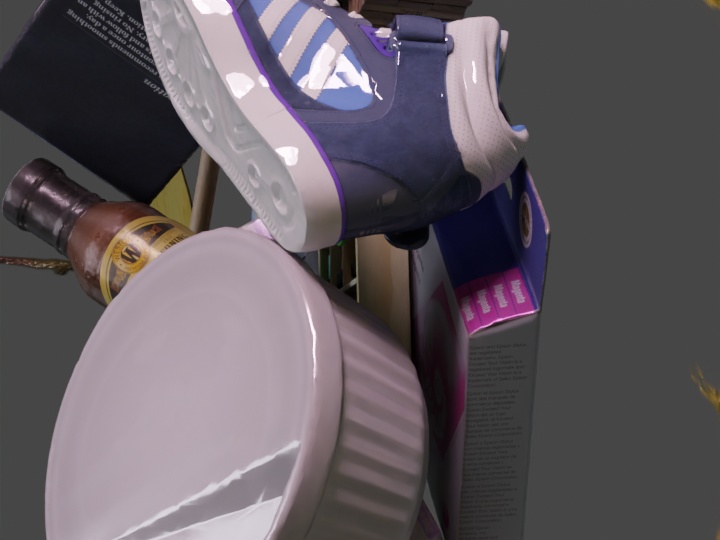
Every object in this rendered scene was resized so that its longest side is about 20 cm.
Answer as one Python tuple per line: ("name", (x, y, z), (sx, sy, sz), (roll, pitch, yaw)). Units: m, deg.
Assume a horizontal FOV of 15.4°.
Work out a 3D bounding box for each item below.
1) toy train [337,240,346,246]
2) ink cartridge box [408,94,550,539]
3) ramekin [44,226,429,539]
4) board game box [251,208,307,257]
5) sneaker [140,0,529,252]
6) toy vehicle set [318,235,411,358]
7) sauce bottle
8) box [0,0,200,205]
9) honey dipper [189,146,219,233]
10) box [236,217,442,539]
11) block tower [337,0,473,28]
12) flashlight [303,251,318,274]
("toy train", (-0.028, -0.058, 1.389), (0.200, 0.041, 0.057), (-119, 39, -76))
("ink cartridge box", (0.049, 0.011, 1.333), (0.197, 0.043, 0.201), (-106, 15, -55))
("ramekin", (-0.054, 0.090, 1.261), (0.202, 0.094, 0.203), (-25, 54, 40))
("board game box", (-0.043, 0.010, 1.864), (0.200, 0.043, 0.201), (99, 165, -47))
("sneaker", (-0.006, -0.100, 1.270), (0.200, 0.146, 0.081), (56, 153, 32))
("toy vehicle set", (0.000, 0.000, 1.436), (0.200, 0.026, 0.125), (143, 125, -82))
("sauce bottle", (-0.108, 0.006, 1.450), (0.065, 0.199, 0.065), (-49, -21, -27))
("box", (-0.086, -0.174, 1.446), (0.200, 0.117, 0.197), (-42, 16, 53))
("honey dipper", (-0.090, -0.049, 1.578), (0.038, 0.038, 0.201), (173, 105, -80))
("box", (-0.021, 0.066, 1.357), (0.201, 0.039, 0.041), (60, 173, 21))
("block tower", (0.018, -0.139, 1.399), (0.200, 0.057, 0.054), (119, 156, -76))
("flashlight", (-0.015, -0.056, 1.588), (0.068, 0.068, 0.201), (24, 131, 34))
